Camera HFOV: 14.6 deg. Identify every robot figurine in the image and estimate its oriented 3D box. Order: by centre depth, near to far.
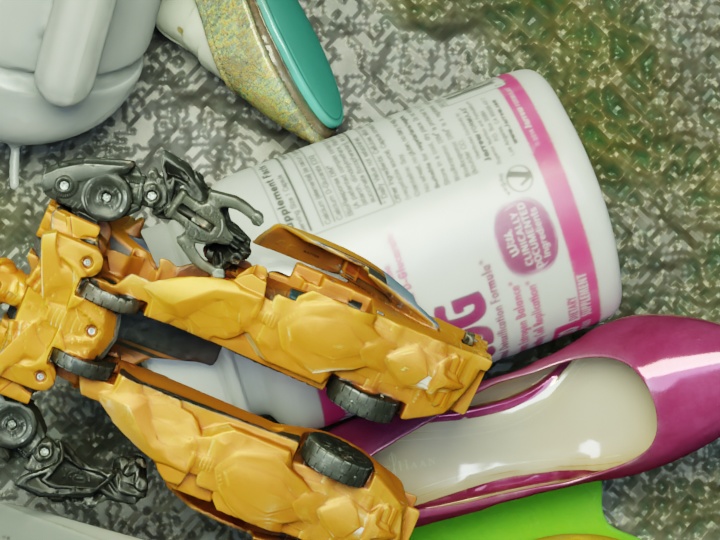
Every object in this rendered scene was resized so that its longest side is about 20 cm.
[{"bbox_3d":[-0.059,0.037,1.102,0.199,0.058,0.146,23,102,-8],"label":"robot figurine"},{"bbox_3d":[-0.133,-0.137,1.164,0.112,0.170,0.201,7,121,-21],"label":"robot figurine"}]

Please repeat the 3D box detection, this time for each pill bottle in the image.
[{"bbox_3d":[0.000,0.000,1.188,0.199,0.113,0.114,-20,87,-5],"label":"pill bottle"}]

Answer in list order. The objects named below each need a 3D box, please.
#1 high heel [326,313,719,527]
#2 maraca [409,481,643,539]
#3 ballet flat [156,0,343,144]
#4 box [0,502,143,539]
[{"bbox_3d":[0.071,0.067,1.161,0.199,0.096,0.068,-8,103,19],"label":"high heel"},{"bbox_3d":[0.088,0.162,1.190,0.137,0.107,0.200,-25,63,-17],"label":"maraca"},{"bbox_3d":[-0.069,-0.140,1.225,0.070,0.071,0.201,-21,88,-6],"label":"ballet flat"},{"bbox_3d":[-0.068,0.216,1.098,0.171,0.200,0.200,22,83,-28],"label":"box"}]
